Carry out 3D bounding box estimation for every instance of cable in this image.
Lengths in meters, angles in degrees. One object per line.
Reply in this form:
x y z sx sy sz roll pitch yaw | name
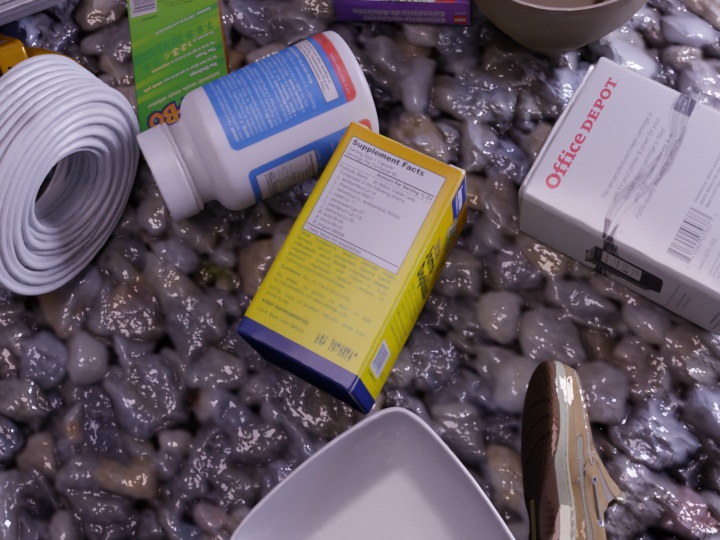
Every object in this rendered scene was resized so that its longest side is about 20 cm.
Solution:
-0.271 -0.078 0.772 0.068 0.202 0.201 28 55 14 | cable

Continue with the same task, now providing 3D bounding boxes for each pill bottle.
-0.092 -0.123 0.798 0.197 0.113 0.113 -25 70 -9 | pill bottle

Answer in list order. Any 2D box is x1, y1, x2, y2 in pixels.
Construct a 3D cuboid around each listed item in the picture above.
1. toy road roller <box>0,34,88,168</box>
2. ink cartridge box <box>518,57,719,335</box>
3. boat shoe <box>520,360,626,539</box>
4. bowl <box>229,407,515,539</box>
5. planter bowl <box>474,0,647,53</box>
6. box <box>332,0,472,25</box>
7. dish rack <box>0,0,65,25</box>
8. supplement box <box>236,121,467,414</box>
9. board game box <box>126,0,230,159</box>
-0.331 -0.186 0.829 0.145 0.203 0.122 -27 30 -27 | toy road roller
0.250 -0.064 0.756 0.198 0.084 0.147 30 78 16 | ink cartridge box
0.171 0.174 0.707 0.075 0.072 0.204 3 79 -6 | boat shoe
0.016 0.234 0.697 0.199 0.075 0.201 -37 72 -5 | bowl
0.180 -0.284 0.811 0.196 0.135 0.204 -2 72 7 | planter bowl
0.052 -0.344 0.899 0.134 0.039 0.204 5 73 10 | box
-0.401 -0.304 0.926 0.198 0.044 0.173 -26 64 -15 | dish rack
0.000 0.000 0.757 0.108 0.110 0.202 26 78 15 | supplement box
-0.178 -0.204 0.892 0.094 0.030 0.204 -11 69 4 | board game box
